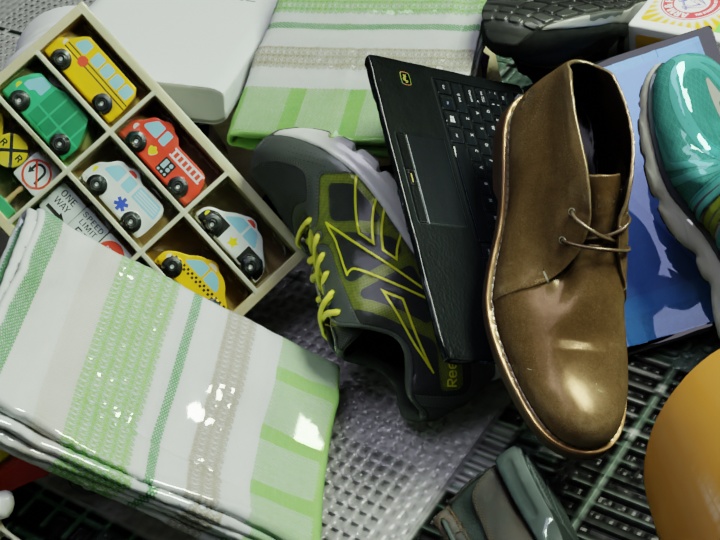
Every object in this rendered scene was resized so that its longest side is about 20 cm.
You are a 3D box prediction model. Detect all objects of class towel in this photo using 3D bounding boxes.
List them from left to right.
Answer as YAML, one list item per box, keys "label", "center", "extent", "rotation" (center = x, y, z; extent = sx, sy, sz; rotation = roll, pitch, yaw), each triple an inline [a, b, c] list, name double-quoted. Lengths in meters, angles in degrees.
- label: "towel"
  center: [-0.101, 0.057, 0.725]
  extent: [0.198, 0.031, 0.150]
  rotation: [27, 41, -17]
- label: "towel"
  center: [0.011, -0.147, 0.882]
  extent: [0.147, 0.031, 0.202]
  rotation: [5, 54, 20]

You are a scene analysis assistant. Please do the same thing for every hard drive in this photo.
- label: "hard drive"
  center: [-0.123, -0.160, 0.941]
  extent: [0.130, 0.027, 0.201]
  rotation: [7, 34, 10]

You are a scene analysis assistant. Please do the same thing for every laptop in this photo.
- label: "laptop"
  center: [0.122, -0.048, 0.767]
  extent: [0.198, 0.103, 0.179]
  rotation: [5, 63, -42]

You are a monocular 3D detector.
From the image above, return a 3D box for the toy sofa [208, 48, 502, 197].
- label: "toy sofa"
  center: [-0.004, -0.108, 0.937]
  extent: [0.197, 0.098, 0.083]
  rotation: [-11, 40, 5]

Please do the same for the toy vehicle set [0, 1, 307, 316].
- label: "toy vehicle set"
  center: [-0.142, -0.041, 0.829]
  extent: [0.124, 0.200, 0.027]
  rotation: [-43, 4, -9]

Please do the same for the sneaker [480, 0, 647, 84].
- label: "sneaker"
  center: [0.139, -0.132, 0.892]
  extent: [0.075, 0.089, 0.199]
  rotation: [16, 20, 31]

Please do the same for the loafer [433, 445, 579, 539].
- label: "loafer"
  center: [0.083, 0.166, 0.635]
  extent: [0.062, 0.072, 0.201]
  rotation: [-32, 32, 9]

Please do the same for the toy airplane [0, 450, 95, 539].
- label: "toy airplane"
  center: [-0.237, 0.090, 0.741]
  extent: [0.197, 0.142, 0.201]
  rotation: [12, 56, 18]

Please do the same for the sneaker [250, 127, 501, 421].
- label: "sneaker"
  center: [0.000, 0.000, 0.788]
  extent: [0.084, 0.075, 0.200]
  rotation: [-39, 71, -24]

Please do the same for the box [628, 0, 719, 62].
- label: "box"
  center: [0.265, -0.160, 0.914]
  extent: [0.111, 0.102, 0.200]
  rotation: [16, 48, 31]

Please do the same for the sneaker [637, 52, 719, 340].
- label: "sneaker"
  center: [0.212, -0.031, 0.734]
  extent: [0.077, 0.080, 0.202]
  rotation: [-16, 72, -20]

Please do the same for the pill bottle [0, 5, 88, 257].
- label: "pill bottle"
  center: [-0.198, -0.090, 0.961]
  extent: [0.112, 0.114, 0.201]
  rotation: [-12, 41, 3]

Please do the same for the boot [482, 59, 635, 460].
- label: "boot"
  center: [0.105, -0.010, 0.699]
  extent: [0.073, 0.075, 0.203]
  rotation: [4, 69, -18]

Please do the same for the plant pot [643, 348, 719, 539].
- label: "plant pot"
  center: [0.204, 0.117, 0.556]
  extent: [0.198, 0.202, 0.184]
  rotation: [-17, 29, -4]
